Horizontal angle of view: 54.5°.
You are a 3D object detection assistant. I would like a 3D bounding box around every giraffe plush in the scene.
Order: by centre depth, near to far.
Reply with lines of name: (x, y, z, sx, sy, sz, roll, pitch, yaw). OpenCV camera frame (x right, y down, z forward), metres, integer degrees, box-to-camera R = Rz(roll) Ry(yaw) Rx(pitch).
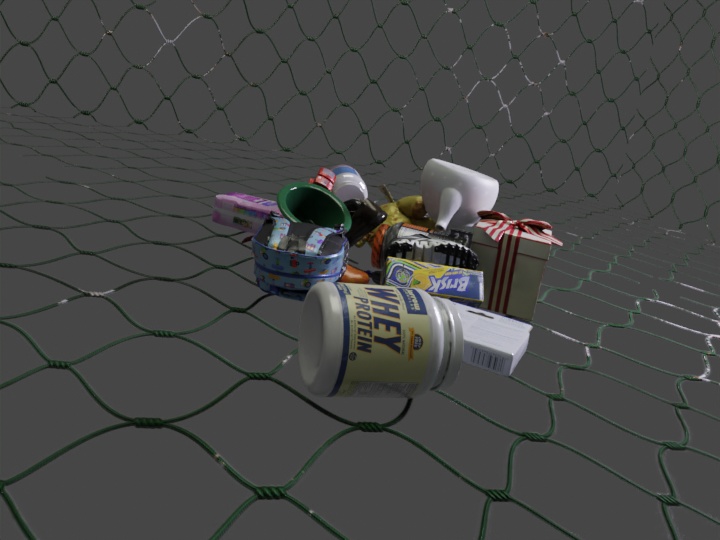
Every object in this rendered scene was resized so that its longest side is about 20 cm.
giraffe plush: (0.079, -0.091, 1.666, 0.199, 0.173, 0.163, 41, 44, 1)

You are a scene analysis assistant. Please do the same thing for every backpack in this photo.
backpack: (-0.113, -0.015, 1.258, 0.177, 0.139, 0.200, 11, 14, 0)

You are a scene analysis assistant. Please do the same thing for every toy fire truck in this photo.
toy fire truck: (-0.103, -0.197, 1.693, 0.048, 0.200, 0.144, 27, 54, -10)

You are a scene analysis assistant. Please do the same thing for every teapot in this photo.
teapot: (0.215, -0.160, 1.600, 0.195, 0.150, 0.197, 8, 17, -33)

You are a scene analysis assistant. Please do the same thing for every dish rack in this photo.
dish rack: (0.303, -0.058, 1.865, 0.149, 0.056, 0.200, 12, 15, 7)

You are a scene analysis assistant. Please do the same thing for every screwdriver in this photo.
screwdriver: (0.000, 0.000, 1.499, 0.196, 0.028, 0.029, 21, -12, 36)

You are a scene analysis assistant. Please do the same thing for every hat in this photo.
hat: (-0.130, -0.076, 1.528, 0.163, 0.179, 0.201, -15, 53, -40)

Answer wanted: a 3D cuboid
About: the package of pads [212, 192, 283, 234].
package of pads: (-0.253, -0.135, 1.719, 0.194, 0.078, 0.120, 15, 13, 16)

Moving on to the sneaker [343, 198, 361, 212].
sneaker: (-0.075, -0.103, 1.620, 0.197, 0.072, 0.089, -25, -5, 40)

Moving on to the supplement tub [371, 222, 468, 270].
supplement tub: (0.128, -0.031, 1.509, 0.194, 0.126, 0.122, 14, 15, 15)

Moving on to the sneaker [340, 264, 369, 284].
sneaker: (-0.072, -0.014, 1.400, 0.195, 0.080, 0.073, 17, 14, 18)

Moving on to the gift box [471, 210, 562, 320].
gift box: (0.315, -0.017, 1.463, 0.179, 0.193, 0.200, 12, 14, 8)

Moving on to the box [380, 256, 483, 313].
box: (0.137, 0.031, 1.357, 0.193, 0.066, 0.070, 8, -27, -7)

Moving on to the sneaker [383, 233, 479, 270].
sneaker: (0.141, -0.038, 1.406, 0.193, 0.069, 0.091, 6, 21, -4)

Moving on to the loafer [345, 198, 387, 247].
loafer: (-0.023, -0.097, 1.558, 0.072, 0.198, 0.073, 56, 35, 1)

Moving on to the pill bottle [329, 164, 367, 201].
pill bottle: (-0.039, -0.204, 1.815, 0.109, 0.116, 0.201, 8, 16, -9)

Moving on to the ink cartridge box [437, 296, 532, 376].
ink cartridge box: (0.186, 0.108, 1.201, 0.194, 0.042, 0.199, 16, 16, 21)

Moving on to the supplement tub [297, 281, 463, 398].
supplement tub: (0.025, 0.095, 0.933, 0.194, 0.150, 0.145, 4, 16, -21)
